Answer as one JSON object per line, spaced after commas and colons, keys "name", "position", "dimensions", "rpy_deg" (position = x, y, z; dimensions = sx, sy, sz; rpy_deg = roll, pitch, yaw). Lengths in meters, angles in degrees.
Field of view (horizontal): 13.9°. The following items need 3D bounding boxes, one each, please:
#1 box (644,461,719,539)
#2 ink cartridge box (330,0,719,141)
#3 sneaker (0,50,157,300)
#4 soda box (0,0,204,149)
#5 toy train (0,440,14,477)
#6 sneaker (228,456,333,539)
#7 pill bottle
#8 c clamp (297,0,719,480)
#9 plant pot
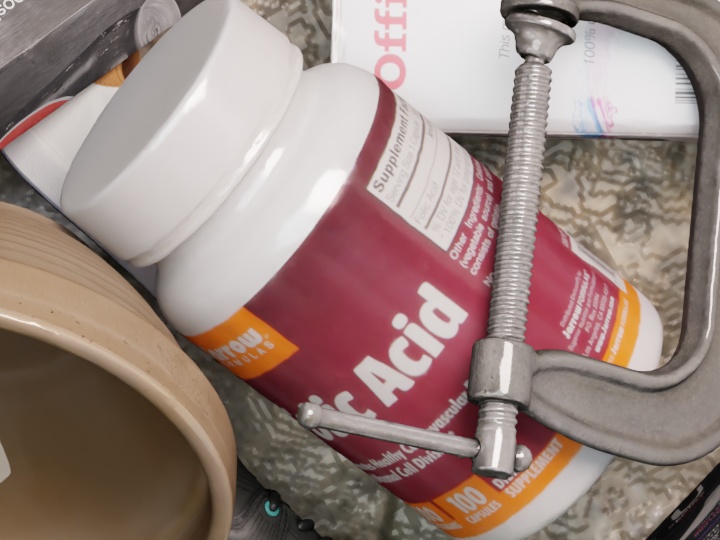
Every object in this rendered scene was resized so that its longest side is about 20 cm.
{"name": "box", "position": [0.176, 0.108, 1.056], "dimensions": [0.106, 0.200, 0.122], "rpy_deg": [45, 93, 1]}
{"name": "ink cartridge box", "position": [0.090, -0.123, 1.111], "dimensions": [0.199, 0.086, 0.149], "rpy_deg": [2, 92, 3]}
{"name": "sneaker", "position": [-0.041, -0.016, 1.126], "dimensions": [0.200, 0.073, 0.085], "rpy_deg": [41, 97, 2]}
{"name": "soda box", "position": [-0.138, -0.088, 1.072], "dimensions": [0.200, 0.071, 0.063], "rpy_deg": [-38, 75, -25]}
{"name": "toy train", "position": [-0.204, 0.110, 1.123], "dimensions": [0.200, 0.085, 0.114], "rpy_deg": [-35, 107, 3]}
{"name": "sneaker", "position": [-0.031, 0.124, 1.140], "dimensions": [0.079, 0.075, 0.201], "rpy_deg": [-24, 99, -7]}
{"name": "pill bottle", "position": [0.000, 0.000, 1.044], "dimensions": [0.200, 0.114, 0.114], "rpy_deg": [38, 93, -18]}
{"name": "c clamp", "position": [0.075, -0.018, 1.009], "dimensions": [0.170, 0.027, 0.201], "rpy_deg": [21, 70, -25]}
{"name": "plant pot", "position": [-0.139, 0.040, 1.021], "dimensions": [0.200, 0.201, 0.093], "rpy_deg": [2, 51, 3]}
